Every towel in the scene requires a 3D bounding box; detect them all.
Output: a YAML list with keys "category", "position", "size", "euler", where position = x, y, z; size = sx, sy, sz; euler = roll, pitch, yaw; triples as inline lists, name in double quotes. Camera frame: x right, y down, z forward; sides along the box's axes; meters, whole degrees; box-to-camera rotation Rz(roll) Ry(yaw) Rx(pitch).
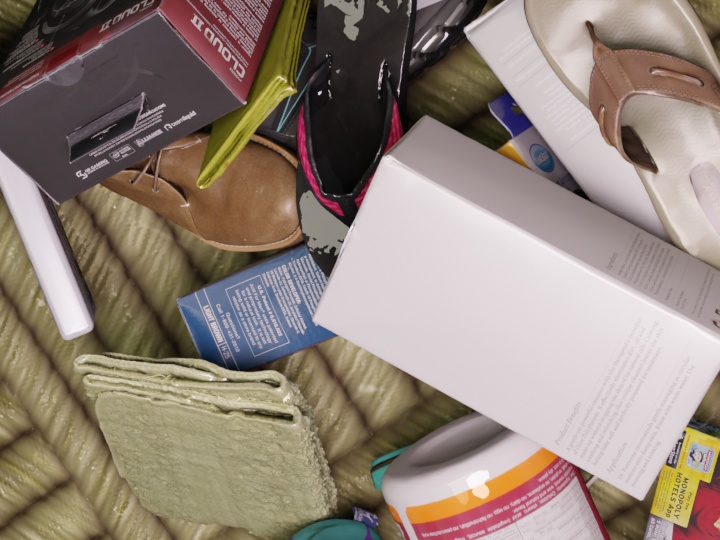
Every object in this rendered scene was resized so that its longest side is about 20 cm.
- category: "towel"
  position: [-0.088, 0.110, 1.168]
  size: [0.148, 0.037, 0.200]
  euler: [9, 149, 15]
- category: "towel"
  position: [-0.054, -0.125, 1.084]
  size: [0.018, 0.200, 0.086]
  euler: [30, 121, -15]

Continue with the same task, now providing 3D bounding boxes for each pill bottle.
- category: "pill bottle"
  position: [0.098, 0.185, 1.084]
  size: [0.109, 0.110, 0.201]
  euler: [-22, 99, 20]

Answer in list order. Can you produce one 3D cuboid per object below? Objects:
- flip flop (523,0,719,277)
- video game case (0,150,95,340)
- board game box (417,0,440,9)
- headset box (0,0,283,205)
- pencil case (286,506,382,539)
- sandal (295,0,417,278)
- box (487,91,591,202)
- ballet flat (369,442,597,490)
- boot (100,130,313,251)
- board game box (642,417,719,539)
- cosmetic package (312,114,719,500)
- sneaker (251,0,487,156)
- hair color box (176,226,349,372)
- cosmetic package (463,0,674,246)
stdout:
- category: "flip flop"
  position: [0.156, -0.080, 0.987]
  size: [0.081, 0.058, 0.201]
  euler: [-29, 93, 19]
- category: "video game case"
  position: [-0.209, -0.058, 1.159]
  size: [0.022, 0.182, 0.201]
  euler: [-23, 95, -6]
- category: "board game box"
  position: [0.084, -0.230, 1.054]
  size: [0.199, 0.035, 0.127]
  euler: [-18, 61, 29]
- category: "headset box"
  position: [-0.123, -0.138, 1.074]
  size: [0.148, 0.201, 0.077]
  euler: [-25, 123, 32]
- category: "pencil case"
  position: [0.008, 0.230, 1.119]
  size: [0.092, 0.200, 0.085]
  euler: [15, 111, -25]
- category: "sandal"
  position: [-0.005, -0.080, 1.051]
  size: [0.075, 0.045, 0.201]
  euler: [5, 103, 17]
- category: "box"
  position: [0.132, -0.013, 1.088]
  size: [0.041, 0.119, 0.200]
  euler: [-39, 88, 22]
- category: "ballet flat"
  position: [0.097, 0.114, 1.149]
  size: [0.199, 0.067, 0.071]
  euler: [-26, 74, 20]
- category: "boot"
  position: [-0.114, -0.058, 1.142]
  size: [0.199, 0.075, 0.074]
  euler: [19, 98, 36]
- category: "board game box"
  position: [0.258, 0.206, 1.101]
  size: [0.199, 0.062, 0.201]
  euler: [20, 111, 24]
- category: "cosmetic package"
  position: [0.089, 0.017, 0.989]
  size: [0.199, 0.085, 0.108]
  euler: [30, 117, 7]
- category: "sneaker"
  position: [-0.006, -0.130, 1.130]
  size: [0.200, 0.075, 0.079]
  euler: [-41, 84, 22]
- category: "hair color box"
  position: [0.000, 0.000, 1.142]
  size: [0.199, 0.100, 0.061]
  euler: [-23, 93, 21]
- category: "cosmetic package"
  position: [0.158, -0.082, 1.072]
  size: [0.090, 0.107, 0.200]
  euler: [-34, 88, 18]
